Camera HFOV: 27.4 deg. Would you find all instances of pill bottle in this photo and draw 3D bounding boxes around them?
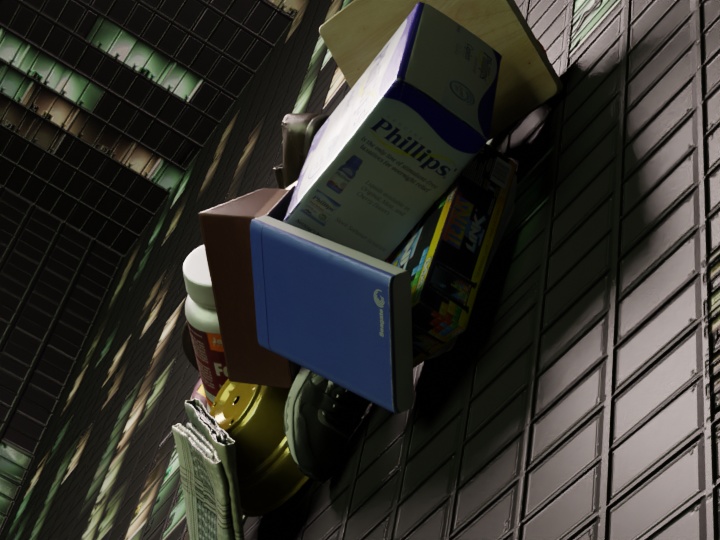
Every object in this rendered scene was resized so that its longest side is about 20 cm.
[{"bbox_3d":[-0.141,0.070,1.720,0.114,0.114,0.200,-78,-17,-53],"label":"pill bottle"}]

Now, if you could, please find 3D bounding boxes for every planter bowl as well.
[{"bbox_3d":[-0.107,0.158,1.598,0.200,0.083,0.201,-40,28,27],"label":"planter bowl"}]

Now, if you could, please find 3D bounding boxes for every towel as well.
[{"bbox_3d":[-0.157,0.245,1.530,0.193,0.034,0.201,-153,57,-70],"label":"towel"}]

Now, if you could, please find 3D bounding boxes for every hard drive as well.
[{"bbox_3d":[-0.029,0.037,1.348,0.200,0.025,0.132,22,123,45],"label":"hard drive"}]

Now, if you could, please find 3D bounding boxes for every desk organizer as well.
[{"bbox_3d":[-0.100,0.017,1.490,0.072,0.077,0.201,-52,-39,-54],"label":"desk organizer"}]

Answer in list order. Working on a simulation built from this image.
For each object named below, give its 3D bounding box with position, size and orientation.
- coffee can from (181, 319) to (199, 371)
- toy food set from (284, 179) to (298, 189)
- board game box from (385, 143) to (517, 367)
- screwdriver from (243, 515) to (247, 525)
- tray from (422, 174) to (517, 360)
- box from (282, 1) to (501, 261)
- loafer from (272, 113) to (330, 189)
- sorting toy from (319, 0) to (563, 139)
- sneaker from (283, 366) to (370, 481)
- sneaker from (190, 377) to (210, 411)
[{"bbox_3d":[-0.133,0.034,1.896,0.146,0.146,0.200,-48,17,39],"label":"coffee can"},{"bbox_3d":[-0.026,-0.044,1.632,0.143,0.060,0.200,-33,43,15],"label":"toy food set"},{"bbox_3d":[0.061,-0.005,1.390,0.165,0.057,0.200,-40,24,51],"label":"board game box"},{"bbox_3d":[-0.116,0.245,1.635,0.200,0.028,0.029,-62,-26,-20],"label":"screwdriver"},{"bbox_3d":[0.095,0.006,1.408,0.200,0.022,0.107,-65,14,-20],"label":"tray"},{"bbox_3d":[0.033,-0.127,1.421,0.200,0.105,0.184,-49,14,31],"label":"box"},{"bbox_3d":[-0.068,-0.111,1.809,0.073,0.071,0.201,-31,-40,-43],"label":"loafer"},{"bbox_3d":[0.091,-0.222,1.535,0.200,0.199,0.070,-32,-5,30],"label":"sorting toy"},{"bbox_3d":[-0.014,0.111,1.478,0.087,0.076,0.201,-14,54,43],"label":"sneaker"},{"bbox_3d":[-0.168,0.134,1.963,0.090,0.075,0.200,-53,15,45],"label":"sneaker"}]
